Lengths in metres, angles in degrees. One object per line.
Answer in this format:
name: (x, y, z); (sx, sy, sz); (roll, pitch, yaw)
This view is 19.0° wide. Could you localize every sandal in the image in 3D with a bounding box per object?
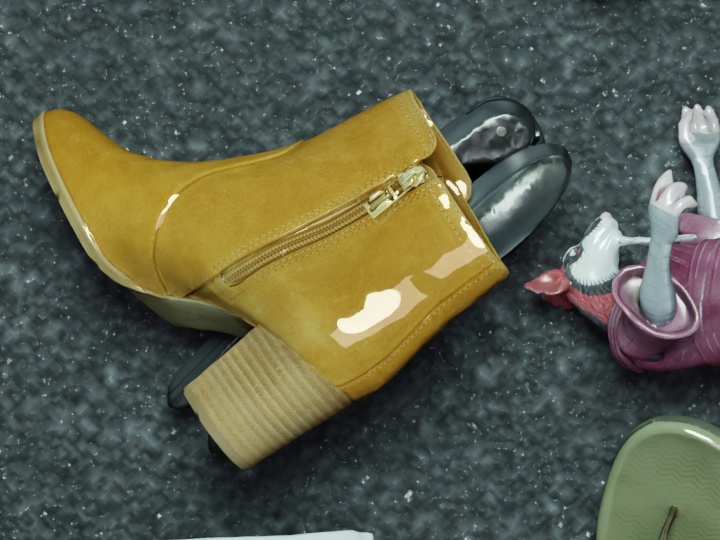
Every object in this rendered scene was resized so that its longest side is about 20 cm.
sandal: (0.121, 0.160, 0.864); (0.079, 0.057, 0.203); (12, 97, 17)

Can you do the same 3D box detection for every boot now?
boot: (-0.036, -0.030, 0.875); (0.144, 0.071, 0.202); (-39, 60, 4)

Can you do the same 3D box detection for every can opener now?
can opener: (0.000, 0.000, 0.904); (0.199, 0.079, 0.064); (-36, 88, 7)

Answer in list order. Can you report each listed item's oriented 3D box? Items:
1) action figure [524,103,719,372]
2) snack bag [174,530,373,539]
action figure: (0.164, 0.014, 0.879); (0.199, 0.134, 0.150); (-5, 108, 33)
snack bag: (-0.065, 0.188, 0.755); (0.021, 0.199, 0.190); (-6, 82, 44)
